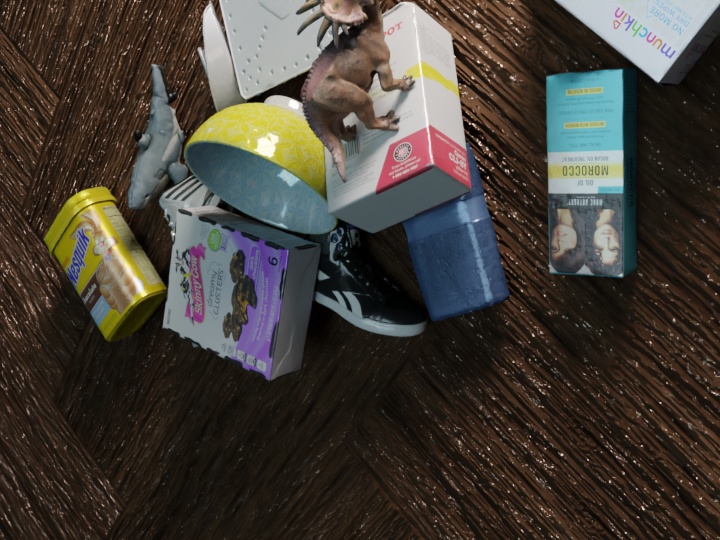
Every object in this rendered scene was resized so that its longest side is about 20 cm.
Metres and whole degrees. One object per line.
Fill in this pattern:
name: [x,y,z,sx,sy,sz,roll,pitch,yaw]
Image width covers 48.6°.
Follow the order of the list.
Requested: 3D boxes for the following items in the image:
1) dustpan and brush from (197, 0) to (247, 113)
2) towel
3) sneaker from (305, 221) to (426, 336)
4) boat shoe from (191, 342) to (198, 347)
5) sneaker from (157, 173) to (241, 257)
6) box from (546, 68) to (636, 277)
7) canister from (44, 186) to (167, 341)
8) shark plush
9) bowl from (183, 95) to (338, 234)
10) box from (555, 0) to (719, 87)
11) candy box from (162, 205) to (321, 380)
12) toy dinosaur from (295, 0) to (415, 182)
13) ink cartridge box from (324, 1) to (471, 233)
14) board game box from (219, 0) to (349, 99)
dustpan and brush: [-0.177,-0.223,1.029,0.056,0.140,0.204,-19,89,-2]
towel: [0.103,-0.051,0.921,0.110,0.048,0.204,-15,91,38]
sneaker: [0.000,0.000,0.991,0.197,0.073,0.114,21,114,32]
boat shoe: [-0.173,0.051,1.131,0.198,0.071,0.067,-29,79,36]
sneaker: [-0.251,-0.046,1.165,0.114,0.075,0.204,32,108,26]
box: [0.236,-0.098,0.814,0.081,0.049,0.205,3,102,35]
canister: [-0.406,-0.007,1.276,0.148,0.086,0.202,-43,77,34]
shark plush: [-0.292,-0.188,1.153,0.090,0.083,0.203,33,118,25]
bowl: [-0.099,-0.140,0.951,0.197,0.200,0.109,10,68,33]
box: [0.261,-0.301,0.723,0.200,0.096,0.178,46,120,17]
candy box: [-0.158,0.024,1.034,0.197,0.071,0.171,19,107,31]
toy dinosaur: [-0.020,-0.200,0.789,0.085,0.134,0.204,23,93,43]
ink cartridge box: [0.035,-0.165,0.879,0.143,0.083,0.204,-21,63,36]
board game box: [-0.087,-0.327,0.922,0.197,0.026,0.205,-13,90,41]
